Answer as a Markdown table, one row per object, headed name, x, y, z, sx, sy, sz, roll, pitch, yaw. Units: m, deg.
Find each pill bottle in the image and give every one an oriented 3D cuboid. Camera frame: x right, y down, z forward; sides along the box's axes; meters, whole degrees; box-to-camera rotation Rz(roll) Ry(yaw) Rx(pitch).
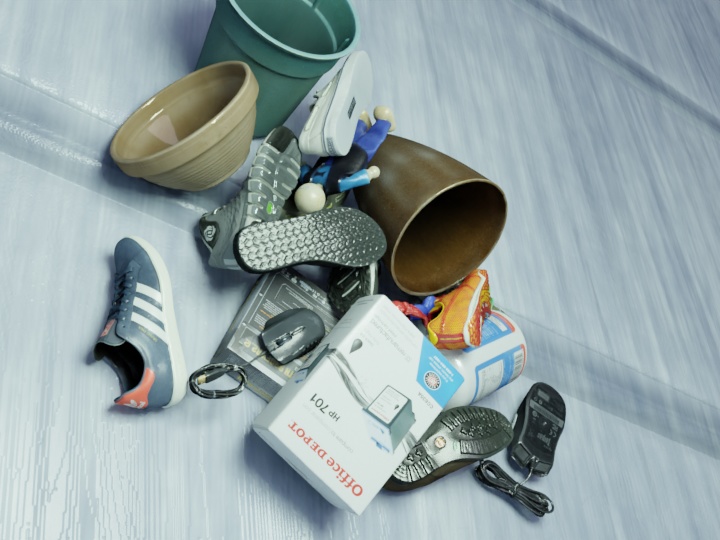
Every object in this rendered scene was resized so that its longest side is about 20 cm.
| name | x | y | z | sx | sy | sz | roll | pitch | yaw |
| --- | --- | --- | --- | --- | --- | --- | --- | --- | --- |
| pill bottle | 0.129 | 0.130 | 1.085 | 0.199 | 0.112 | 0.113 | -16 | 73 | -43 |

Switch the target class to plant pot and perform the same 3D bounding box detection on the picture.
| name | x | y | z | sx | sy | sz | roll | pitch | yaw |
| --- | --- | --- | --- | --- | --- | --- | --- | --- | --- |
| plant pot | -0.202 | -0.166 | 0.993 | 0.093 | 0.199 | 0.202 | 58 | 36 | -35 |
| plant pot | -0.131 | -0.301 | 1.099 | 0.199 | 0.196 | 0.202 | 17 | 52 | -23 |
| plant pot | 0.070 | -0.100 | 1.112 | 0.186 | 0.188 | 0.200 | -2 | 38 | -38 |

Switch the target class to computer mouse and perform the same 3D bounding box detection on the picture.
| name | x | y | z | sx | sy | sz | roll | pitch | yaw |
| --- | --- | --- | --- | --- | --- | --- | --- | --- | --- |
| computer mouse | -0.111 | 0.091 | 0.910 | 0.199 | 0.034 | 0.059 | -30 | 84 | -44 |
| computer mouse | 0.220 | 0.238 | 1.138 | 0.140 | 0.046 | 0.201 | 29 | 53 | -13 |

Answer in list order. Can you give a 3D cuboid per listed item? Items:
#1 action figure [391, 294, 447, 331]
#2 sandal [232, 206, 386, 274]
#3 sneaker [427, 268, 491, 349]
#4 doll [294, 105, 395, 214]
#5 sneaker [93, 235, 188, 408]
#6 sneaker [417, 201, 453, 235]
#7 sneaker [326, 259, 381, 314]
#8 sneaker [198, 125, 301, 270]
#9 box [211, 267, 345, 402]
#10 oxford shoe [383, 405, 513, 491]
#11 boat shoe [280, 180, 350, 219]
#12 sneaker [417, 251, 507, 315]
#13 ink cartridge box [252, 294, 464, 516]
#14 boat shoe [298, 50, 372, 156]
| name | x | y | z | sx | sy | sz | roll | pitch | yaw |
| --- | --- | --- | --- | --- | --- | --- | --- | --- | --- |
| action figure | 0.062 | 0.063 | 1.071 | 0.199 | 0.065 | 0.052 | 1 | 73 | -58 |
| sandal | -0.062 | -0.035 | 0.964 | 0.199 | 0.048 | 0.076 | -4 | 82 | -28 |
| sneaker | 0.132 | 0.044 | 1.056 | 0.200 | 0.076 | 0.074 | -40 | 125 | -66 |
| doll | -0.029 | -0.143 | 1.061 | 0.201 | 0.136 | 0.049 | -58 | 139 | -36 |
| sneaker | -0.251 | 0.053 | 0.865 | 0.084 | 0.075 | 0.201 | -2 | 64 | -43 |
| sneaker | 0.102 | -0.109 | 1.254 | 0.198 | 0.080 | 0.129 | 27 | 2 | 21 |
| sneaker | 0.000 | 0.000 | 1.065 | 0.079 | 0.074 | 0.201 | 41 | 20 | -28 |
| sneaker | -0.150 | -0.091 | 1.004 | 0.075 | 0.115 | 0.201 | 42 | 54 | -46 |
| box | -0.065 | 0.103 | 0.996 | 0.199 | 0.048 | 0.159 | 37 | 47 | -13 |
| oxford shoe | 0.105 | 0.227 | 1.019 | 0.199 | 0.085 | 0.073 | -11 | 60 | -26 |
| boat shoe | -0.069 | -0.106 | 1.121 | 0.072 | 0.060 | 0.201 | 52 | 45 | 3 |
| sneaker | 0.168 | 0.040 | 1.190 | 0.199 | 0.089 | 0.077 | 33 | 47 | -17 |
| ink cartridge box | -0.001 | 0.151 | 0.911 | 0.146 | 0.086 | 0.200 | 45 | 70 | -11 |
| boat shoe | -0.035 | -0.225 | 1.070 | 0.071 | 0.069 | 0.201 | 66 | 31 | -45 |
